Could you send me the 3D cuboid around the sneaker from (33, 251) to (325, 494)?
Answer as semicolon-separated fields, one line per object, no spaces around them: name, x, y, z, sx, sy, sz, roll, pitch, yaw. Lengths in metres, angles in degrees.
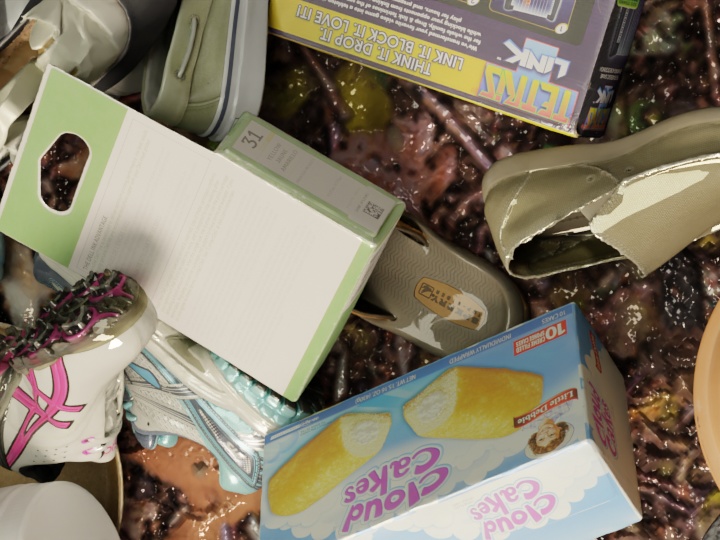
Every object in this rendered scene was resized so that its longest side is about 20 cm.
sneaker;-0.122;0.057;1.450;0.200;0.078;0.086;35;108;18

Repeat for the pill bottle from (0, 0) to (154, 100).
pill bottle;-0.209;-0.131;1.459;0.200;0.113;0.113;-14;86;23

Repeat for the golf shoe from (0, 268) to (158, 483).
golf shoe;-0.159;0.062;1.402;0.092;0.073;0.200;44;144;-11

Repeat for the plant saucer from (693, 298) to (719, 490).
plant saucer;0.270;0.061;1.278;0.200;0.032;0.201;-4;74;15

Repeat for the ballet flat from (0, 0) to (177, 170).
ballet flat;-0.173;-0.108;1.359;0.200;0.073;0.073;-39;77;21

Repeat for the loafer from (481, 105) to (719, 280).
loafer;0.157;-0.034;1.323;0.200;0.076;0.068;-12;59;32

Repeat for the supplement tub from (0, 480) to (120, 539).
supplement tub;-0.247;0.200;1.439;0.200;0.132;0.132;-14;87;23

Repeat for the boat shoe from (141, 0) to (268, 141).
boat shoe;-0.089;-0.171;1.402;0.072;0.062;0.200;-33;53;52

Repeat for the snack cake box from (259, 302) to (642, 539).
snack cake box;0.046;0.111;1.347;0.200;0.115;0.067;-24;123;17

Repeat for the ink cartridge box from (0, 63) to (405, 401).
ink cartridge box;-0.091;-0.029;1.362;0.200;0.048;0.146;31;137;3

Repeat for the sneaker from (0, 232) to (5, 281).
sneaker;-0.307;0.003;1.485;0.200;0.074;0.082;-16;87;-13

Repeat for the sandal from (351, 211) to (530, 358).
sandal;0.000;0.000;1.407;0.200;0.055;0.082;29;102;19

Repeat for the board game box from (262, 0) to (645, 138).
board game box;0.063;-0.181;1.374;0.200;0.057;0.165;21;102;21

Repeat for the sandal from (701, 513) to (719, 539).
sandal;0.266;0.115;1.312;0.200;0.045;0.075;-38;83;5

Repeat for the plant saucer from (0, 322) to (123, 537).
plant saucer;-0.225;0.129;1.516;0.200;0.035;0.200;1;92;23
